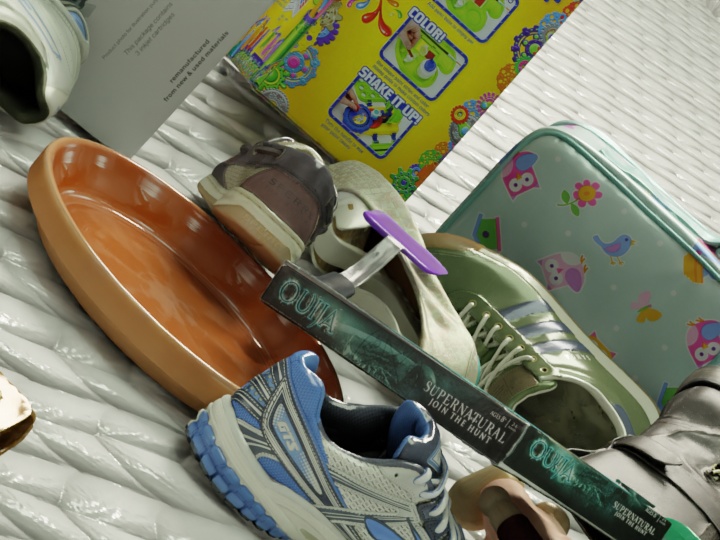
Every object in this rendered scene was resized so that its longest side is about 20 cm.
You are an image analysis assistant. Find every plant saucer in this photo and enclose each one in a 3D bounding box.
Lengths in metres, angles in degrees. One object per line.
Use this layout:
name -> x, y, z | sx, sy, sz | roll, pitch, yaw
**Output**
plant saucer -> -0.091, 0.014, 1.485 | 0.200, 0.032, 0.200 | 41, 14, -13

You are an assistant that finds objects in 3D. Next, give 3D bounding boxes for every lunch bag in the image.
lunch bag -> 0.152, 0.010, 1.885 | 0.200, 0.160, 0.077 | 43, 15, 8

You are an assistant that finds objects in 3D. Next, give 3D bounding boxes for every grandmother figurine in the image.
grandmother figurine -> 0.103, 0.159, 1.480 | 0.121, 0.061, 0.200 | 33, 5, -16

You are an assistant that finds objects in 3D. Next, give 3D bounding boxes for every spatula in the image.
spatula -> 0.000, 0.000, 1.627 | 0.057, 0.021, 0.200 | 41, 25, 8

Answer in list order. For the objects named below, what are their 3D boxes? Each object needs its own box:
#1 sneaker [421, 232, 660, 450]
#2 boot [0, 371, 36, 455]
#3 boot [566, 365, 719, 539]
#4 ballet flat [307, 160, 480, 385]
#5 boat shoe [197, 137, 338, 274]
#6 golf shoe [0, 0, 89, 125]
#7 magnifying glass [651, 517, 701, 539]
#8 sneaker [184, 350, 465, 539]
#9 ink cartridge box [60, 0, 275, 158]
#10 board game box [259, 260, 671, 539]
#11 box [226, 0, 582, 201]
sneaker -> 0.097, 0.057, 1.801 | 0.200, 0.067, 0.090 | 40, 23, 0
boot -> -0.196, 0.019, 1.108 | 0.144, 0.071, 0.201 | 45, 9, 13
boot -> 0.205, 0.145, 1.608 | 0.200, 0.069, 0.174 | 39, 34, 12
ballet flat -> 0.008, 0.000, 1.729 | 0.062, 0.067, 0.200 | 15, 31, -43
boat shoe -> -0.045, -0.040, 1.624 | 0.072, 0.065, 0.200 | 46, -1, -5
golf shoe -> -0.220, -0.152, 1.517 | 0.200, 0.078, 0.097 | 37, 22, -22
magnifying glass -> 0.180, 0.220, 1.496 | 0.080, 0.022, 0.200 | -7, -74, 65
sneaker -> 0.016, 0.111, 1.398 | 0.200, 0.085, 0.077 | 38, 16, -25
ink cartridge box -> -0.161, -0.193, 1.641 | 0.200, 0.145, 0.145 | 39, 16, -20
board game box -> 0.052, 0.069, 1.488 | 0.200, 0.028, 0.135 | 33, -1, 44
box -> 0.027, -0.161, 1.892 | 0.122, 0.193, 0.200 | 41, 3, -12
